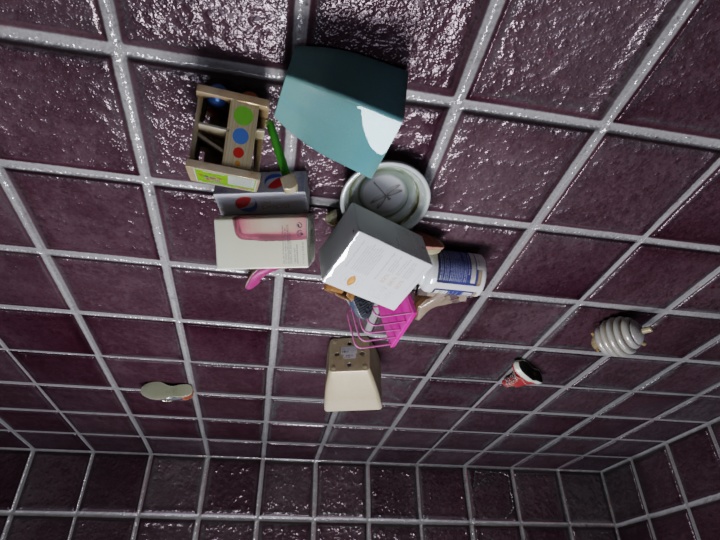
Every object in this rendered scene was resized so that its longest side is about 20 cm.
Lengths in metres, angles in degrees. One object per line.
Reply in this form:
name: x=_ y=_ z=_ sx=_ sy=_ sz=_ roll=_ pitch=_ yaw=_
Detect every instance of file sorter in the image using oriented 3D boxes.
file sorter: x=0.050 y=0.113 z=1.420 sx=0.123 sy=0.141 sz=0.201 roll=-5 pitch=148 yaw=-21

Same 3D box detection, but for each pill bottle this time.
pill bottle: x=0.213 y=0.003 z=1.315 sx=0.196 sy=0.112 sz=0.112 roll=6 pitch=145 yaw=-10

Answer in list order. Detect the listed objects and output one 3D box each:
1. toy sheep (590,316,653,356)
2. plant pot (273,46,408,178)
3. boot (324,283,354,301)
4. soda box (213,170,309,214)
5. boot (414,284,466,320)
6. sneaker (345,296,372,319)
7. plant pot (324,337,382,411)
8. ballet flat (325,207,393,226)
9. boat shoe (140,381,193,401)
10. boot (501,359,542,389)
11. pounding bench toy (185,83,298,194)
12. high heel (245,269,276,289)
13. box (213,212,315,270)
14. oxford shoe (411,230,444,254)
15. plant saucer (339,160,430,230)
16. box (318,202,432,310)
toy sheep: x=0.816 y=0.206 z=1.603 sx=0.136 sy=0.140 sz=0.199 roll=22 pitch=143 yaw=-29
plant pot: x=-0.038 y=-0.287 z=0.881 sx=0.197 sy=0.143 sz=0.142 roll=19 pitch=141 yaw=-14
boot: x=0.000 y=0.000 z=1.249 sx=0.198 sy=0.158 sz=0.076 roll=22 pitch=163 yaw=-41
soda box: x=-0.211 y=-0.167 z=1.107 sx=0.196 sy=0.065 sz=0.069 roll=-1 pitch=145 yaw=1
boot: x=0.229 y=0.079 z=1.462 sx=0.143 sy=0.071 sz=0.201 roll=-3 pitch=145 yaw=-1
sneaker: x=-0.034 y=0.034 z=1.313 sx=0.070 sy=0.203 sz=0.082 roll=-18 pitch=176 yaw=-44
plant pot: x=-0.030 y=0.336 z=1.725 sx=0.196 sy=0.202 sz=0.179 roll=-3 pitch=134 yaw=3
ballet flat: x=0.015 y=-0.114 z=1.190 sx=0.196 sy=0.058 sz=0.067 roll=3 pitch=154 yaw=-4
boat shoe: x=-0.760 y=0.482 z=2.016 sx=0.196 sy=0.072 sz=0.063 roll=2 pitch=148 yaw=-12
boot: x=0.582 y=0.400 z=1.925 sx=0.143 sy=0.073 sz=0.199 roll=-24 pitch=143 yaw=31
pounding bench toy: x=-0.199 y=-0.233 z=0.923 sx=0.197 sy=0.159 sz=0.124 roll=9 pitch=177 yaw=-14
high heel: x=-0.230 y=-0.002 z=1.340 sx=0.095 sy=0.068 sz=0.201 roll=26 pitch=125 yaw=-18
box: x=-0.203 y=-0.066 z=1.113 sx=0.196 sy=0.111 sz=0.128 roll=-1 pitch=-170 yaw=1
oxford shoe: x=0.109 y=-0.050 z=1.247 sx=0.197 sy=0.071 sz=0.075 roll=0 pitch=123 yaw=-19
plant saucer: x=0.052 y=-0.163 z=1.114 sx=0.196 sy=0.051 sz=0.202 roll=-3 pitch=135 yaw=-3
box: x=0.030 y=-0.027 z=1.127 sx=0.198 sy=0.107 sz=0.153 roll=23 pitch=122 yaw=-26
